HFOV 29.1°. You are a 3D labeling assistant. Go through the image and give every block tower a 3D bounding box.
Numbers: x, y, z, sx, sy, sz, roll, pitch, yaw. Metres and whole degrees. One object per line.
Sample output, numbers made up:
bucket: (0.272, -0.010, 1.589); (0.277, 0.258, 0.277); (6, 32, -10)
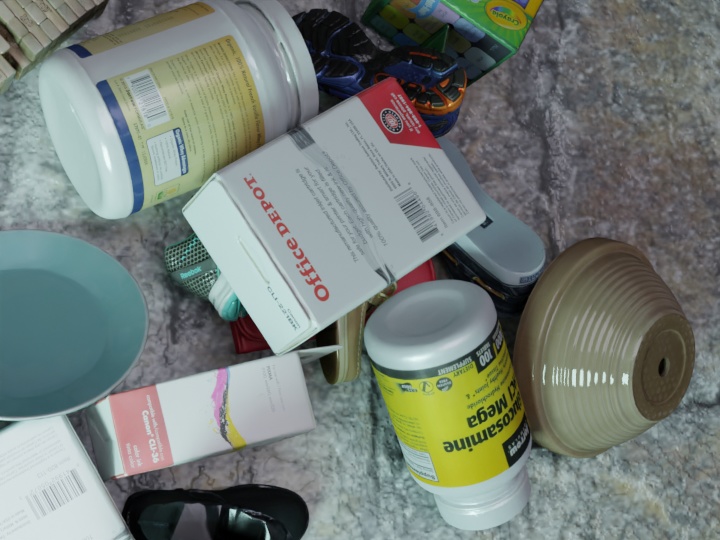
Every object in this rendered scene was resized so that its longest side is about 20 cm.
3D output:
block tower: (-0.299, -0.184, 1.149); (0.200, 0.054, 0.058); (-44, 98, -22)

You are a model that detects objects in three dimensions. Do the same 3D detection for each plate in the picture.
plate: (-0.267, 0.045, 1.095); (0.199, 0.026, 0.201); (6, 45, -6)

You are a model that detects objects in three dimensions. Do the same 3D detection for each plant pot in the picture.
plant pot: (0.232, 0.076, 1.236); (0.200, 0.092, 0.202); (-12, 107, -42)

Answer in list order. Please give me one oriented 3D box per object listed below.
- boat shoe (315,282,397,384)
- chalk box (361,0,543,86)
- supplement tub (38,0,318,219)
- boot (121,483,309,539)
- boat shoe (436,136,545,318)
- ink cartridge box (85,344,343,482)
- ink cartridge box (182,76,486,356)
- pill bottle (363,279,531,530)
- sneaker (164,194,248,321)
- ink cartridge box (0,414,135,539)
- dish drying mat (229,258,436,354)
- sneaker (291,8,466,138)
boat shoe: (0.000, 0.000, 1.200); (0.066, 0.074, 0.201); (6, 78, -17)
chalk box: (0.091, -0.257, 1.272); (0.124, 0.125, 0.200); (33, 70, -13)
supplement tub: (-0.149, -0.140, 1.149); (0.199, 0.144, 0.145); (-24, 89, -22)
boot: (-0.091, 0.199, 1.079); (0.164, 0.200, 0.066); (0, 80, -21)
boat shoe: (0.084, -0.042, 1.266); (0.071, 0.091, 0.200); (-32, 66, -23)
ink cartridge box: (-0.113, 0.116, 1.132); (0.199, 0.116, 0.068); (-12, 84, -22)
ink cartridge box: (-0.020, -0.045, 1.119); (0.200, 0.084, 0.145); (-32, 88, -34)
pill bottle: (0.082, 0.118, 1.178); (0.112, 0.112, 0.201); (-32, 121, -23)
sneaker: (-0.100, -0.056, 1.193); (0.091, 0.078, 0.200); (23, 58, 11)
ink cartridge box: (-0.255, 0.225, 1.075); (0.146, 0.083, 0.201); (-29, 92, -20)
dish drying mat: (-0.024, 0.018, 1.236); (0.199, 0.018, 0.077); (-12, 84, -22)
sneaker: (0.001, -0.166, 1.225); (0.199, 0.079, 0.075); (26, 64, 22)
